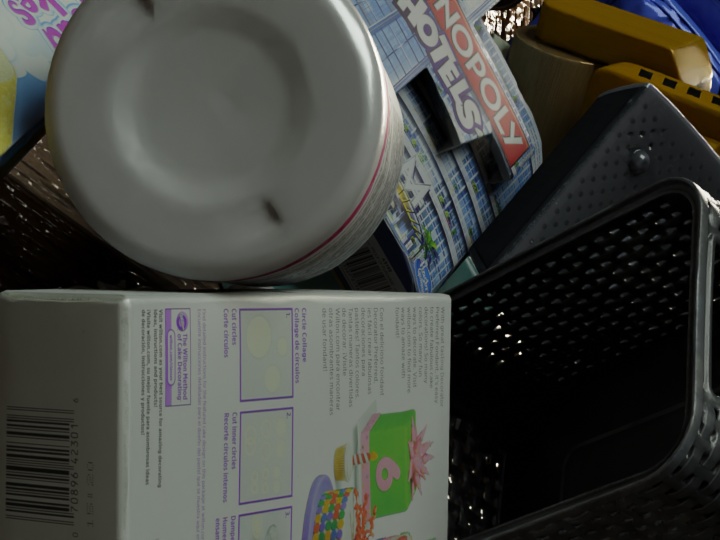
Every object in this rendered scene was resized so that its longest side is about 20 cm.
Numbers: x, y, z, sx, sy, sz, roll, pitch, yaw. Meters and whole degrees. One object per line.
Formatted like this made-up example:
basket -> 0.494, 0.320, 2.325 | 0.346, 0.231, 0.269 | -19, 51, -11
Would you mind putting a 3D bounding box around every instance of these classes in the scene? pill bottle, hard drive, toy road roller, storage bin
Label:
pill bottle -> -0.041, -0.050, 0.692 | 0.113, 0.113, 0.200 | 51, 2, 4
hard drive -> 0.141, 0.011, 0.915 | 0.200, 0.135, 0.042 | 46, -9, -36
toy road roller -> 0.146, -0.064, 1.024 | 0.200, 0.123, 0.146 | 25, 25, 27
storage bin -> 0.094, 0.067, 0.767 | 0.094, 0.200, 0.135 | 31, 50, -29

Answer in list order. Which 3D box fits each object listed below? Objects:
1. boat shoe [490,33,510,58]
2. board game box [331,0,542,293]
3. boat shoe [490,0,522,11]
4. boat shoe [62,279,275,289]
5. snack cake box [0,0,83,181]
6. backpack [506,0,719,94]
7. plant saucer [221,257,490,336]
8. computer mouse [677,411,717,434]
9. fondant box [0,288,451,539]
boat shoe -> 0.033, -0.098, 1.039 | 0.061, 0.072, 0.201 | 37, 26, -4
board game box -> 0.023, -0.105, 0.890 | 0.200, 0.062, 0.200 | 60, 40, -14
boat shoe -> 0.030, -0.186, 1.140 | 0.200, 0.076, 0.072 | 8, 52, -37
boat shoe -> -0.092, 0.033, 0.709 | 0.069, 0.071, 0.200 | 51, 30, 1
snack cake box -> -0.162, -0.050, 0.671 | 0.067, 0.115, 0.200 | 43, 30, -8
backpack -> 0.209, -0.145, 1.191 | 0.163, 0.200, 0.168 | 46, 29, -7
plant saucer -> 0.000, 0.000, 0.927 | 0.200, 0.019, 0.070 | 5, 51, -52
computer mouse -> 0.158, 0.100, 0.855 | 0.110, 0.200, 0.044 | 48, 62, -2
fondant box -> -0.041, 0.079, 0.656 | 0.200, 0.058, 0.144 | 1, 90, -56
